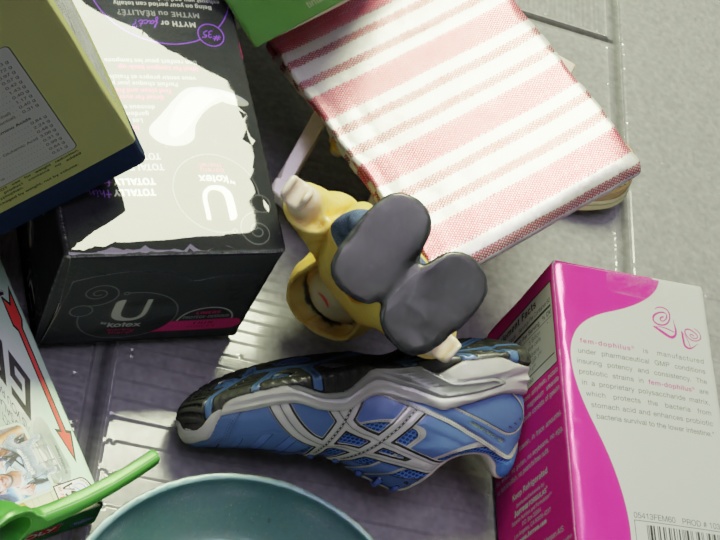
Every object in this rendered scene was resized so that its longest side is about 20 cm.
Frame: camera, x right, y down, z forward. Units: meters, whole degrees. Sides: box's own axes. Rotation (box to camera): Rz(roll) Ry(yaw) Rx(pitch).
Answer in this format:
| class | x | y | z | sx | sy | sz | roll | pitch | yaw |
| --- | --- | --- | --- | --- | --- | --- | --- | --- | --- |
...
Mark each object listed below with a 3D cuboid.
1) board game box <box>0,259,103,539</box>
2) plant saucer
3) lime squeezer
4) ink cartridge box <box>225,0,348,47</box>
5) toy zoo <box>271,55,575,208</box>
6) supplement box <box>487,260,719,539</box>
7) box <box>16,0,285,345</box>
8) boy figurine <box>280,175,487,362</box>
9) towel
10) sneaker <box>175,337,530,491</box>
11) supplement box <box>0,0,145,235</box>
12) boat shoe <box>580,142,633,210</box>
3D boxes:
| class | x | y | z | sx | sy | sz | roll | pitch | yaw |
| --- | --- | --- | --- | --- | --- | --- | --- | --- | --- |
| board game box | -0.232 | 0.058 | 0.731 | 0.134 | 0.029 | 0.200 | -17 | 69 | -31 |
| plant saucer | -0.062 | 0.201 | 0.714 | 0.200 | 0.036 | 0.200 | 10 | 58 | -17 |
| lime squeezer | -0.192 | 0.116 | 0.682 | 0.200 | 0.038 | 0.071 | 4 | 29 | -21 |
| ink cartridge box | -0.060 | -0.253 | 0.823 | 0.200 | 0.084 | 0.146 | 58 | 28 | -18 |
| toy zoo | 0.032 | -0.074 | 0.885 | 0.131 | 0.020 | 0.200 | 29 | 78 | -3 |
| supplement box | 0.141 | 0.108 | 0.816 | 0.101 | 0.103 | 0.200 | 10 | 59 | -16 |
| box | -0.130 | -0.070 | 0.802 | 0.122 | 0.106 | 0.200 | -1 | 61 | -24 |
| boy figurine | 0.000 | 0.000 | 0.754 | 0.064 | 0.200 | 0.124 | -45 | 99 | -11 |
| towel | 0.051 | -0.097 | 0.836 | 0.146 | 0.030 | 0.200 | -28 | 67 | -15 |
| sneaker | -0.001 | 0.085 | 0.784 | 0.199 | 0.076 | 0.077 | -4 | 97 | -8 |
| supplement box | -0.235 | -0.102 | 0.643 | 0.200 | 0.200 | 0.134 | -28 | 64 | -3 |
| boat shoe | 0.099 | -0.102 | 0.944 | 0.200 | 0.066 | 0.074 | 21 | 55 | -11 |
